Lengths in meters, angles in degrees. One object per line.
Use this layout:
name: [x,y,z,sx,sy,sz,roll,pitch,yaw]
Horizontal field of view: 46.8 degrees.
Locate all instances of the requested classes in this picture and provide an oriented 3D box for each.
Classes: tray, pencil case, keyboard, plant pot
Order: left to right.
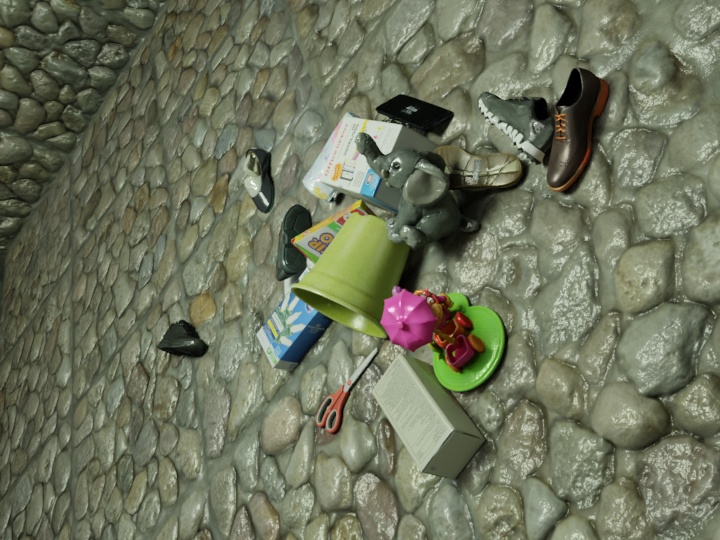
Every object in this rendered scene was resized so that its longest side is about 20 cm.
tray: [-0.110,-0.003,1.823,0.200,0.022,0.108,-31,50,40]
pencil case: [-0.045,-0.246,1.814,0.200,0.083,0.091,-57,41,15]
plant pot: [0.000,0.000,1.557,0.200,0.200,0.184,10,69,54]
keyboard: [0.098,-0.307,1.693,0.104,0.040,0.200,-30,32,-15]

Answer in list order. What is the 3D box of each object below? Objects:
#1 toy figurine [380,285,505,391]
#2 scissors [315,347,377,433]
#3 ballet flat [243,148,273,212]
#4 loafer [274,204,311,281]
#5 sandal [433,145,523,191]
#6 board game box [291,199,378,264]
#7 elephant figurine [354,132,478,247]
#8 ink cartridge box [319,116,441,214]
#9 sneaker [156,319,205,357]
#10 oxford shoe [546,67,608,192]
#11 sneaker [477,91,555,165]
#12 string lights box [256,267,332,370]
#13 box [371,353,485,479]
toy figurine: [0.110,0.078,1.348,0.150,0.184,0.200,-45,38,21]
scissors: [-0.030,0.222,1.606,0.073,0.014,0.200,37,104,55]
ballet flat: [-0.265,-0.233,2.105,0.073,0.073,0.200,-37,46,35]
loafer: [-0.160,-0.063,1.861,0.063,0.072,0.200,-40,31,40]
sandal: [0.206,-0.176,1.487,0.200,0.054,0.081,9,85,39]
board game box: [-0.044,-0.065,1.685,0.200,0.096,0.030,-25,33,35]
elephant figurine: [0.097,-0.150,1.434,0.141,0.155,0.200,26,133,47]
ink cartridge box: [0.047,-0.199,1.617,0.200,0.144,0.147,24,91,54]
sneaker: [-0.457,0.171,2.141,0.200,0.076,0.091,-1,65,50]
oxford shoe: [0.328,-0.225,1.329,0.071,0.072,0.200,9,80,53]
sneaker: [0.276,-0.267,1.430,0.091,0.066,0.200,-51,43,18]
string lights box: [-0.127,0.103,1.747,0.200,0.059,0.103,-52,48,21]
box: [0.107,0.237,1.366,0.095,0.078,0.200,-55,38,16]
